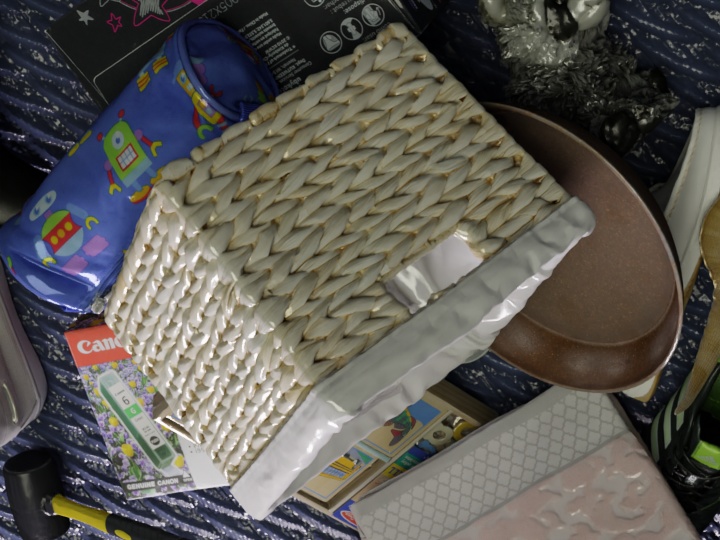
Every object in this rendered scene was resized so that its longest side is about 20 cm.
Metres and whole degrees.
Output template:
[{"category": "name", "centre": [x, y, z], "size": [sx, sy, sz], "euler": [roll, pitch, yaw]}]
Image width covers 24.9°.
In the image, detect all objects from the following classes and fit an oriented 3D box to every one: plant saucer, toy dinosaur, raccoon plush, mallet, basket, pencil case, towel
[{"category": "plant saucer", "centre": [0.109, -0.018, 0.960], "size": [0.200, 0.034, 0.200], "euler": [30, 142, 27]}, {"category": "toy dinosaur", "centre": [0.237, -0.001, 0.963], "size": [0.101, 0.058, 0.200], "euler": [22, 88, -24]}, {"category": "raccoon plush", "centre": [0.093, -0.096, 0.991], "size": [0.134, 0.097, 0.200], "euler": [45, 116, 3]}, {"category": "mallet", "centre": [-0.181, 0.188, 1.167], "size": [0.200, 0.041, 0.066], "euler": [18, 124, 36]}, {"category": "basket", "centre": [-0.015, 0.004, 0.912], "size": [0.161, 0.198, 0.200], "euler": [50, 152, 9]}, {"category": "pencil case", "centre": [-0.128, -0.053, 0.946], "size": [0.200, 0.078, 0.087], "euler": [-44, 67, 29]}, {"category": "towel", "centre": [0.106, 0.179, 1.029], "size": [0.200, 0.191, 0.032], "euler": [-31, 143, 6]}]

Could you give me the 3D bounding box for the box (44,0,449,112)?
[{"category": "box", "centre": [-0.062, -0.158, 0.990], "size": [0.200, 0.115, 0.132], "euler": [-30, 103, 26]}]

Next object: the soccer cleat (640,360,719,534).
[{"category": "soccer cleat", "centre": [0.216, 0.112, 1.041], "size": [0.067, 0.081, 0.200], "euler": [24, 118, 5]}]

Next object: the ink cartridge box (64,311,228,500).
[{"category": "ink cartridge box", "centre": [-0.141, 0.056, 1.135], "size": [0.109, 0.050, 0.200], "euler": [-11, 109, 20]}]

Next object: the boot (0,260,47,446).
[{"category": "boot", "centre": [-0.290, 0.036, 1.142], "size": [0.073, 0.096, 0.200], "euler": [-20, 105, 22]}]

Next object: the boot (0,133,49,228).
[{"category": "boot", "centre": [-0.249, -0.092, 1.083], "size": [0.211, 0.079, 0.158], "euler": [2, 92, -1]}]

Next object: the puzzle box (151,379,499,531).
[{"category": "puzzle box", "centre": [-0.021, 0.098, 1.087], "size": [0.200, 0.025, 0.133], "euler": [32, 121, -28]}]

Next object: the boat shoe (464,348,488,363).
[{"category": "boat shoe", "centre": [0.000, -0.002, 1.064], "size": [0.202, 0.065, 0.074], "euler": [39, 117, -4]}]

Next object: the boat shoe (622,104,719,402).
[{"category": "boat shoe", "centre": [0.177, -0.014, 1.007], "size": [0.069, 0.071, 0.200], "euler": [19, 115, 11]}]
